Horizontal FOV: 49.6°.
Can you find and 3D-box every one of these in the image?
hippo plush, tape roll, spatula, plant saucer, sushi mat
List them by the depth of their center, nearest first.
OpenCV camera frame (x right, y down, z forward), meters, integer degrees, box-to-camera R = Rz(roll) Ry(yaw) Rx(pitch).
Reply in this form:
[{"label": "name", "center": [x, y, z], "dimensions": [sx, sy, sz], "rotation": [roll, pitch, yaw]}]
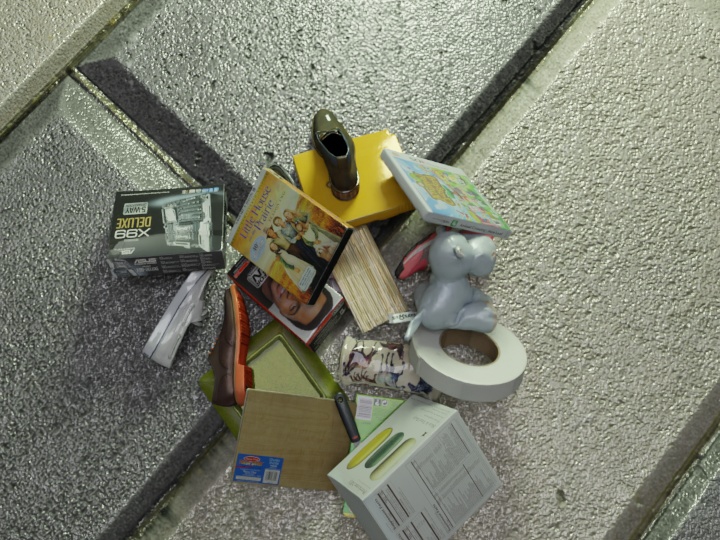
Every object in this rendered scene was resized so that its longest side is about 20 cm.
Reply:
[{"label": "tape roll", "center": [0.178, 0.140, 1.299], "dimensions": [0.197, 0.204, 0.038], "rotation": [9, 121, -1]}, {"label": "hippo plush", "center": [0.144, 0.006, 1.301], "dimensions": [0.195, 0.159, 0.165], "rotation": [-1, 110, -20]}, {"label": "spatula", "center": [-0.001, 0.299, 1.303], "dimensions": [0.055, 0.021, 0.205], "rotation": [-21, 94, -6]}, {"label": "plant saucer", "center": [-0.150, 0.207, 1.336], "dimensions": [0.198, 0.048, 0.201], "rotation": [-37, 83, -8]}, {"label": "sushi mat", "center": [0.000, 0.000, 1.362], "dimensions": [0.094, 0.012, 0.203], "rotation": [-26, 83, -7]}]

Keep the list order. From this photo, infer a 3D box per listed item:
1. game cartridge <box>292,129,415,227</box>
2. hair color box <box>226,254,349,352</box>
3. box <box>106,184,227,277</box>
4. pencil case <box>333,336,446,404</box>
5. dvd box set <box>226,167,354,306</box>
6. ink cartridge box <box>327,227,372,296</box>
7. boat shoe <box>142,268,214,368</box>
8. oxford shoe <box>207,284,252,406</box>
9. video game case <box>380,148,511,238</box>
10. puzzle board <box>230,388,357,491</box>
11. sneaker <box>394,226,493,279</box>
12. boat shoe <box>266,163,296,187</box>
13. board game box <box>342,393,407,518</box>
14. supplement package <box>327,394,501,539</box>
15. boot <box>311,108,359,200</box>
[{"label": "game cartridge", "center": [-0.008, -0.158, 1.392], "dimensions": [0.195, 0.033, 0.179], "rotation": [-15, 59, -6]}, {"label": "hair color box", "center": [-0.125, 0.035, 1.337], "dimensions": [0.198, 0.061, 0.102], "rotation": [37, 80, 22]}, {"label": "box", "center": [-0.330, -0.070, 1.347], "dimensions": [0.194, 0.050, 0.160], "rotation": [-4, 50, -3]}, {"label": "pencil case", "center": [0.054, 0.169, 1.336], "dimensions": [0.194, 0.078, 0.091], "rotation": [9, 62, -1]}, {"label": "dvd box set", "center": [-0.120, -0.058, 1.294], "dimensions": [0.198, 0.029, 0.148], "rotation": [36, 103, 24]}, {"label": "ink cartridge box", "center": [-0.047, -0.056, 1.396], "dimensions": [0.097, 0.039, 0.205], "rotation": [-15, 79, -4]}, {"label": "boat shoe", "center": [-0.299, 0.072, 1.352], "dimensions": [0.065, 0.074, 0.203], "rotation": [32, 85, -7]}, {"label": "oxford shoe", "center": [-0.223, 0.124, 1.297], "dimensions": [0.070, 0.071, 0.205], "rotation": [-7, 71, 7]}, {"label": "video game case", "center": [0.143, -0.132, 1.325], "dimensions": [0.178, 0.022, 0.202], "rotation": [10, 33, -31]}, {"label": "puzzle board", "center": [-0.109, 0.282, 1.292], "dimensions": [0.195, 0.017, 0.155], "rotation": [11, 93, -23]}, {"label": "sneaker", "center": [0.153, -0.030, 1.381], "dimensions": [0.198, 0.074, 0.088], "rotation": [-33, 83, -8]}, {"label": "boat shoe", "center": [-0.127, -0.100, 1.351], "dimensions": [0.074, 0.061, 0.202], "rotation": [-14, 56, -32]}, {"label": "board game box", "center": [0.026, 0.319, 1.332], "dimensions": [0.093, 0.030, 0.206], "rotation": [7, 77, 0]}, {"label": "supplement package", "center": [0.083, 0.330, 1.232], "dimensions": [0.199, 0.151, 0.152], "rotation": [-39, 105, -18]}, {"label": "boot", "center": [-0.044, -0.231, 1.363], "dimensions": [0.073, 0.098, 0.203], "rotation": [-16, 59, -6]}]
